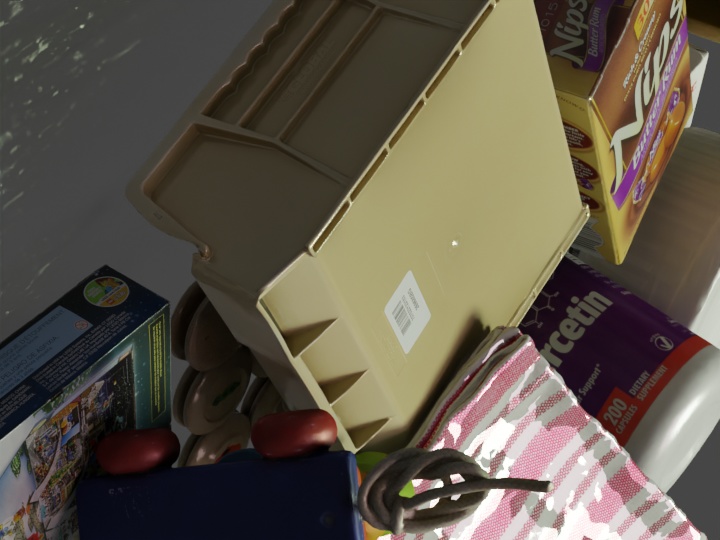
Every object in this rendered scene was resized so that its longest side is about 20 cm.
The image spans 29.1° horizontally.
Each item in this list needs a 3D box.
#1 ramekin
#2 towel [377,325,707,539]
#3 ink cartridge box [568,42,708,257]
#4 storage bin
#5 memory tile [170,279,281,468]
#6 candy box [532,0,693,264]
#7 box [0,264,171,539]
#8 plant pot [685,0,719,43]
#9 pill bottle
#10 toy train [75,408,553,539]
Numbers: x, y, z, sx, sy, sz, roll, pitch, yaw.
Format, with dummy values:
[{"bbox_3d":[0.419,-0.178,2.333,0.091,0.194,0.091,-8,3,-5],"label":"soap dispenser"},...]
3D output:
[{"bbox_3d":[0.221,-0.006,0.957,0.202,0.094,0.203,-45,153,-30],"label":"ramekin"},{"bbox_3d":[0.092,0.141,0.690,0.200,0.030,0.146,46,68,-26],"label":"towel"},{"bbox_3d":[0.172,-0.065,1.020,0.146,0.084,0.200,-49,156,-29],"label":"ink cartridge box"},{"bbox_3d":[0.010,-0.027,0.650,0.199,0.094,0.200,-54,148,-20],"label":"storage bin"},{"bbox_3d":[-0.028,0.023,0.747,0.200,0.017,0.154,-39,146,-38],"label":"memory tile"},{"bbox_3d":[0.137,-0.099,0.776,0.117,0.056,0.200,-63,155,-15],"label":"candy box"},{"bbox_3d":[-0.139,0.113,0.596,0.137,0.038,0.200,-43,151,-41],"label":"box"},{"bbox_3d":[0.240,-0.261,0.816,0.200,0.194,0.196,-44,152,-51],"label":"plant pot"},{"bbox_3d":[0.120,0.050,0.854,0.112,0.200,0.113,-42,153,-28],"label":"pill bottle"},{"bbox_3d":[-0.005,0.098,0.572,0.116,0.199,0.085,7,75,-69],"label":"toy train"}]
